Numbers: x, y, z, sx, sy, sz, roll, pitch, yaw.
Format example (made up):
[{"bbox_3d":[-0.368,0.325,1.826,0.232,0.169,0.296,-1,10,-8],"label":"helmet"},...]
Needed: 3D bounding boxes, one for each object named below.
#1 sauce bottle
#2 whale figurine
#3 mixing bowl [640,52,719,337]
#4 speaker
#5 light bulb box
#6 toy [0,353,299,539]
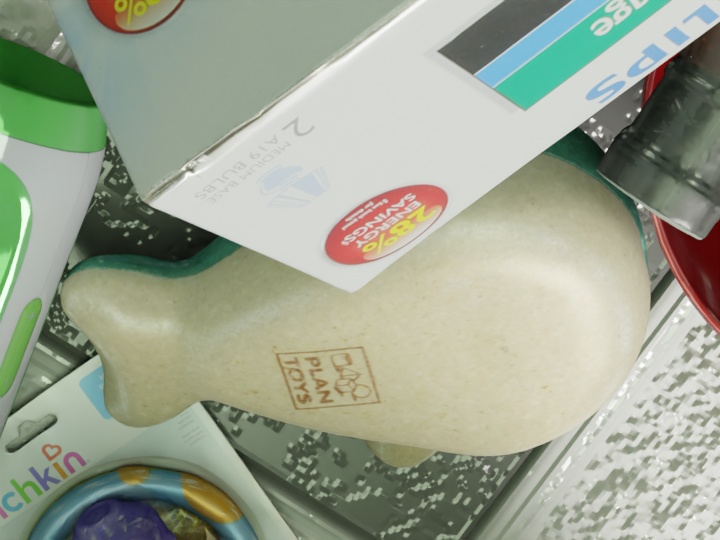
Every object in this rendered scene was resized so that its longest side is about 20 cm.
[{"bbox_3d":[0.143,-0.103,0.746,0.066,0.066,0.200,30,100,-15],"label":"sauce bottle"},{"bbox_3d":[0.000,0.000,0.853,0.199,0.104,0.159,-10,134,11],"label":"whale figurine"},{"bbox_3d":[0.184,-0.061,0.845,0.199,0.108,0.201,-1,104,-6],"label":"mixing bowl"},{"bbox_3d":[-0.155,0.020,0.839,0.088,0.088,0.200,20,103,-13],"label":"speaker"},{"bbox_3d":[0.001,-0.137,0.722,0.198,0.125,0.200,-36,64,17],"label":"light bulb box"},{"bbox_3d":[-0.070,0.135,0.905,0.115,0.047,0.200,-34,109,3],"label":"toy"}]
